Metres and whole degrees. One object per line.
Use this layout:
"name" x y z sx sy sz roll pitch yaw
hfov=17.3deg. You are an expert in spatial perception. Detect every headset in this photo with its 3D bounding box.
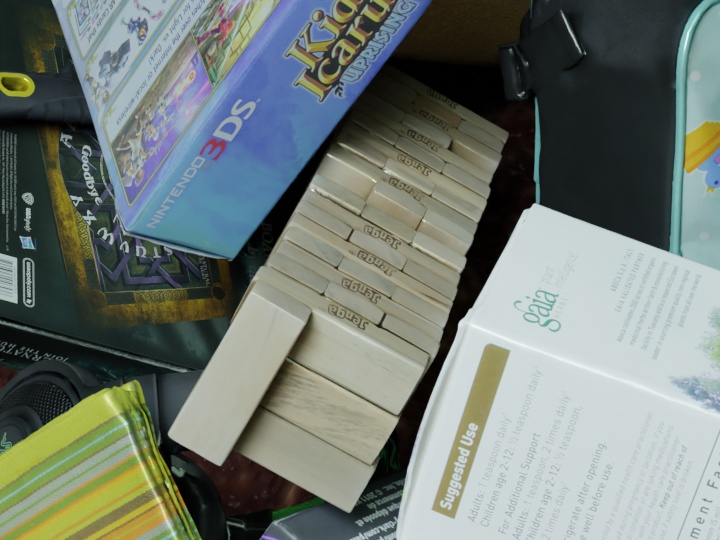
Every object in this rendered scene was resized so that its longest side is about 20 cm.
"headset" -0.086 0.064 0.763 0.200 0.124 0.094 -13 61 11

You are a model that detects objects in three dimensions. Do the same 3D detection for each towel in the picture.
"towel" -0.050 0.136 0.670 0.018 0.086 0.200 -18 79 -49

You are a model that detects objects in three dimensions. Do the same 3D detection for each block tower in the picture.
"block tower" 0.000 0.000 0.722 0.058 0.054 0.200 29 25 -1

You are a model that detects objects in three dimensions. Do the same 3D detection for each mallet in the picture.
"mallet" -0.048 -0.065 0.823 0.200 0.041 0.066 8 57 -33

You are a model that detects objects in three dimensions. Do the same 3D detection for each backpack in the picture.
"backpack" 0.163 -0.035 0.767 0.200 0.176 0.153 -19 28 -33

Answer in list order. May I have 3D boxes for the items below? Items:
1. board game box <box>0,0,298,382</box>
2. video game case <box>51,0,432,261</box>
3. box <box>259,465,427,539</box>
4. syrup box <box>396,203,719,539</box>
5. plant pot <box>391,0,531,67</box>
"board game box" -0.083 -0.051 0.828 0.135 0.028 0.200 18 54 -33
"video game case" -0.026 -0.135 0.730 0.045 0.200 0.181 17 36 -35
"box" 0.042 0.166 0.686 0.200 0.122 0.106 45 31 20
"syrup box" 0.119 0.062 0.666 0.200 0.082 0.079 20 30 8
"plant pot" 0.063 -0.145 0.826 0.200 0.186 0.187 16 56 -34
